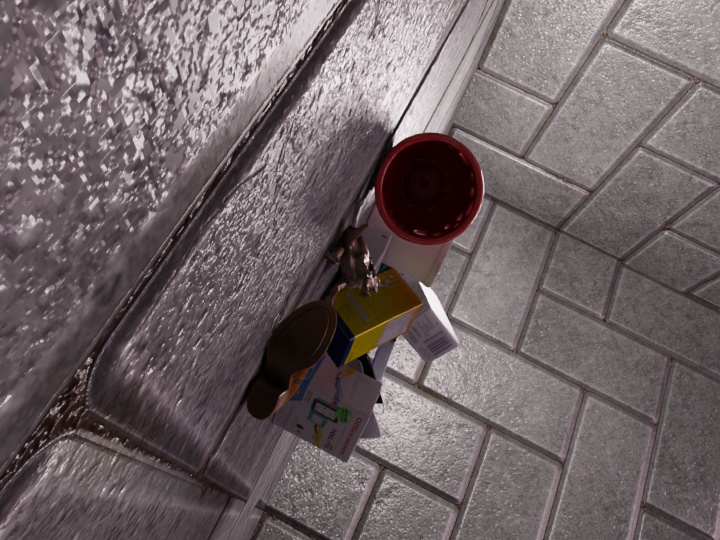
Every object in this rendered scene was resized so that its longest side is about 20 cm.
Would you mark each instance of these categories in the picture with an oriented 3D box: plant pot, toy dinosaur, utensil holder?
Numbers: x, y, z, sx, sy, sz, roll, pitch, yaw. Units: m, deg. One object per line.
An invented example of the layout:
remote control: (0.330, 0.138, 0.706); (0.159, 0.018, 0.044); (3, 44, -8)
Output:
plant pot: (0.127, -0.160, 1.069); (0.183, 0.198, 0.203); (-76, -169, -79)
toy dinosaur: (-0.011, -0.024, 0.963); (0.136, 0.084, 0.202); (-74, 168, -47)
utensil holder: (0.114, -0.079, 1.322); (0.172, 0.198, 0.170); (-63, 177, -7)

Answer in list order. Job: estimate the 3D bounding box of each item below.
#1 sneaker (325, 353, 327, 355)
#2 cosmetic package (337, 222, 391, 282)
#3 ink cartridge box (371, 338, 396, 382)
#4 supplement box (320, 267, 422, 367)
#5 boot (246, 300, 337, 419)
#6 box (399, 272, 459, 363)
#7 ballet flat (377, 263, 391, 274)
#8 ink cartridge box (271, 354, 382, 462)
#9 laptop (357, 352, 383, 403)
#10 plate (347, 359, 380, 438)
sneaker: (-0.062, 0.151, 1.269); (0.201, 0.086, 0.074); (-60, 173, -46)
cosmetic package: (0.000, 0.000, 1.247); (0.102, 0.071, 0.201); (-61, 175, -36)
ink cartridge box: (0.069, 0.216, 1.537); (0.196, 0.043, 0.203); (-50, 159, -79)
supplement box: (0.013, 0.095, 1.155); (0.198, 0.110, 0.109); (-22, 151, -33)
boot: (-0.091, 0.114, 0.821); (0.201, 0.073, 0.155); (-53, 177, 12)
box: (0.147, 0.102, 1.436); (0.104, 0.184, 0.201); (-31, -139, 11)
ballet flat: (0.082, -0.069, 1.450); (0.068, 0.068, 0.203); (-23, -130, 43)
ink cartridge box: (-0.074, 0.310, 1.290); (0.148, 0.198, 0.146); (-66, 175, 23)
laptop: (0.028, 0.235, 1.457); (0.115, 0.203, 0.187); (-16, 175, -27)
plate: (-0.042, 0.333, 1.420); (0.198, 0.203, 0.032); (-17, 179, 39)
